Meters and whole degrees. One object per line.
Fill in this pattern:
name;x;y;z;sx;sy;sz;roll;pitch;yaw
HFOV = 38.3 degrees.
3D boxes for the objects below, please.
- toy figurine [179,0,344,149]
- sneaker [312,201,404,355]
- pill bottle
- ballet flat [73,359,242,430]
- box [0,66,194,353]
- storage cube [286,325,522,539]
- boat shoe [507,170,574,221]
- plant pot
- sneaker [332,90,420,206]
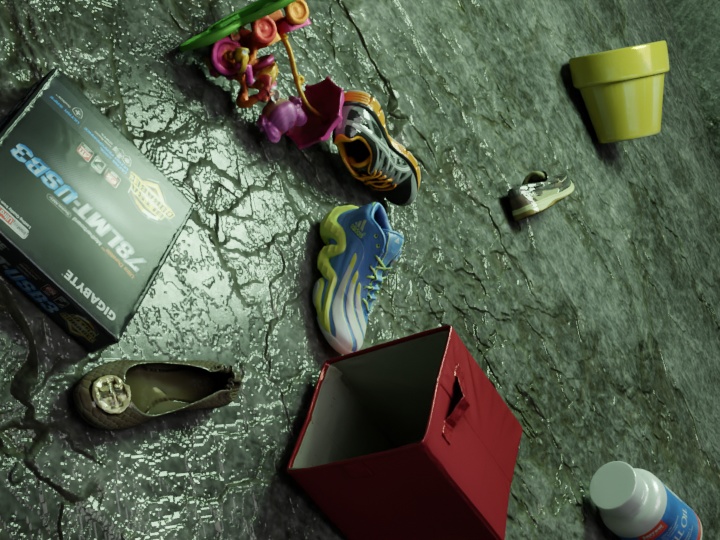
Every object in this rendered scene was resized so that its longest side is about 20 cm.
toy figurine;-0.099;-0.231;1.265;0.200;0.150;0.184;-38;113;-33
sneaker;0.000;0.000;1.262;0.076;0.105;0.200;24;52;-45
pill bottle;0.448;0.384;1.647;0.200;0.112;0.112;39;42;-34
ballet flat;-0.185;0.113;0.992;0.200;0.046;0.067;4;67;-53
box;-0.269;-0.059;0.979;0.200;0.050;0.199;48;37;-25
storage cube;0.057;0.198;1.146;0.180;0.200;0.171;54;35;-29
boat shoe;0.316;-0.144;1.813;0.200;0.073;0.065;-33;103;-56
plant pot;0.552;-0.372;2.185;0.201;0.201;0.189;-23;106;-56
sneaker;0.015;-0.147;1.390;0.200;0.078;0.077;51;45;-40
